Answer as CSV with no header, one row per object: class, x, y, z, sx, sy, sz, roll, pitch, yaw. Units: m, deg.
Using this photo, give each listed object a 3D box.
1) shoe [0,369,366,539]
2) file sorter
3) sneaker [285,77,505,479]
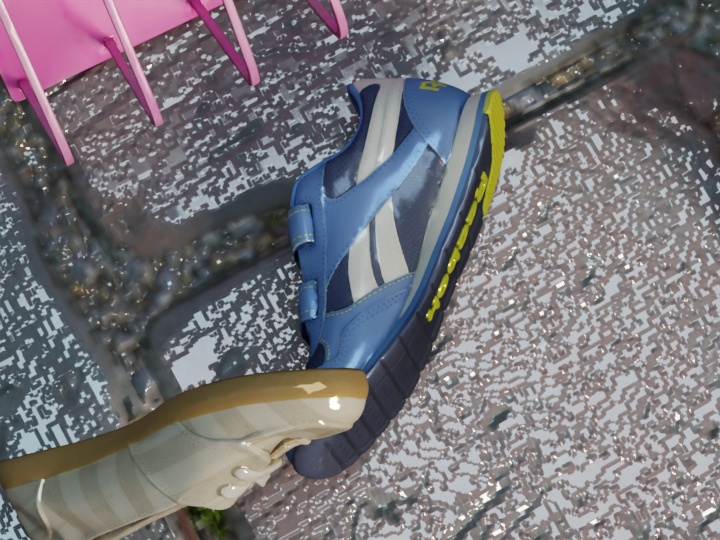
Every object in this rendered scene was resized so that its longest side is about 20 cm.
shoe,-0.075,0.085,1.269,0.199,0.070,0.054,-19,80,35
file sorter,-0.083,-0.156,1.314,0.199,0.140,0.126,-26,33,-7
sneaker,0.000,0.000,1.333,0.082,0.074,0.201,19,73,12
